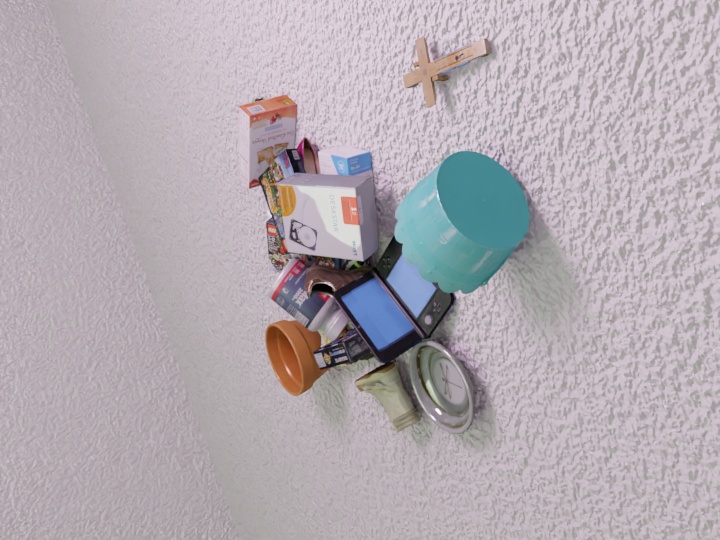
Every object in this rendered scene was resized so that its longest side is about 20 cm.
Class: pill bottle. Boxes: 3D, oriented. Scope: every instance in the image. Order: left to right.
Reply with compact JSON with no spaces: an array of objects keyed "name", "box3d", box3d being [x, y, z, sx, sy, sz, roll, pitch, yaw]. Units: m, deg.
[{"name":"pill bottle","box3d":[-0.115,0.074,1.694,0.198,0.120,0.120,38,145,1]}]

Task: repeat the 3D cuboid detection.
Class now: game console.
[{"name":"game console","box3d":[0.064,0.053,1.429,0.201,0.117,0.173,51,128,27]}]

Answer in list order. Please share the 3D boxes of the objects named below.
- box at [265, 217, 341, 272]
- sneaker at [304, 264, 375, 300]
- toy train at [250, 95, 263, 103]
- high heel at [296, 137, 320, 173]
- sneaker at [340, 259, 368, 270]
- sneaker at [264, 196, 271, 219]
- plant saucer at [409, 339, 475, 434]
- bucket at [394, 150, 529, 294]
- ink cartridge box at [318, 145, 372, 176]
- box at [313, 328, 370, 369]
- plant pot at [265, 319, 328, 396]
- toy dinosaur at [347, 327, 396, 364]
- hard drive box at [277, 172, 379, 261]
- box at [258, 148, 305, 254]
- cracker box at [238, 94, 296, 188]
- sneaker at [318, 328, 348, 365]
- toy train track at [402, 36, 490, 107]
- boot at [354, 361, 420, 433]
[{"name":"box","box3d":[-0.141,-0.045,1.739,0.195,0.038,0.140,15,125,23]},{"name":"sneaker","box3d":[-0.028,0.039,1.548,0.071,0.194,0.077,86,-170,-49]},{"name":"toy train","box3d":[-0.261,-0.358,1.835,0.056,0.041,0.203,38,138,27]},{"name":"high heel","box3d":[-0.101,-0.209,1.635,0.097,0.066,0.204,107,147,-61]},{"name":"sneaker","box3d":[0.000,0.000,1.614,0.082,0.072,0.201,32,144,-2]},{"name":"sneaker","box3d":[-0.171,-0.143,1.793,0.201,0.077,0.100,49,138,16]},{"name":"plant saucer","box3d":[0.179,0.234,1.454,0.199,0.049,0.205,37,137,44]},{"name":"bucket","box3d":[0.169,-0.083,1.145,0.211,0.204,0.135,61,146,13]},{"name":"ink cartridge box","box3d":[-0.025,-0.161,1.537,0.115,0.066,0.205,22,125,51]},{"name":"box","box3d":[0.011,0.146,1.528,0.158,0.197,0.047,-26,90,58]},{"name":"plant pot","box3d":[-0.152,0.217,1.895,0.199,0.138,0.205,36,136,44]},{"name":"toy dinosaur","box3d":[0.010,0.184,1.701,0.198,0.047,0.090,-13,110,53]},{"name":"hard drive box","box3d":[-0.067,-0.116,1.472,0.195,0.077,0.160,6,116,30]},{"name":"box","box3d":[-0.163,-0.160,1.641,0.136,0.037,0.205,-33,73,46]},{"name":"cracker box","box3d":[-0.228,-0.313,1.713,0.058,0.132,0.204,43,141,34]},{"name":"sneaker","box3d":[-0.064,0.155,1.792,0.089,0.077,0.205,9,121,47]},{"name":"toy train track","box3d":[0.148,-0.348,1.186,0.198,0.032,0.118,-6,95,54]},{"name":"boot","box3d":[0.064,0.309,1.670,0.157,0.071,0.200,61,154,4]}]
